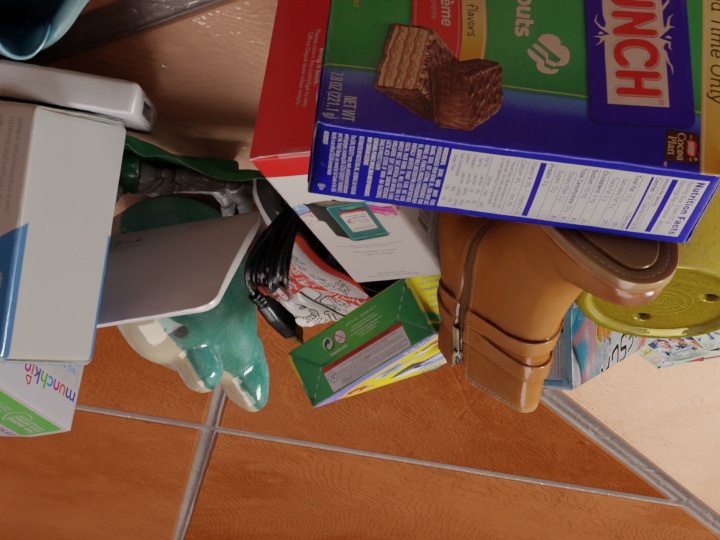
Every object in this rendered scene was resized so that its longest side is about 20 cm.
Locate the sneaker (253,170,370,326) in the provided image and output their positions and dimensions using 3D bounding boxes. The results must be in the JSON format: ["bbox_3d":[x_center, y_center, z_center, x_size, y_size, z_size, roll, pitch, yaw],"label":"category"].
[{"bbox_3d":[-0.051,-0.012,1.079,0.108,0.067,0.201,-13,151,29],"label":"sneaker"}]

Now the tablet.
[{"bbox_3d":[-0.170,0.005,0.921,0.200,0.130,0.014,-9,116,16],"label":"tablet"}]

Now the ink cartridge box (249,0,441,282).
[{"bbox_3d":[-0.005,-0.089,0.859,0.067,0.116,0.200,-4,151,23],"label":"ink cartridge box"}]

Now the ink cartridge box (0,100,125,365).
[{"bbox_3d":[-0.252,-0.031,0.849,0.200,0.145,0.084,9,-178,29],"label":"ink cartridge box"}]

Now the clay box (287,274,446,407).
[{"bbox_3d":[0.051,0.039,1.024,0.115,0.048,0.200,-34,167,30],"label":"clay box"}]

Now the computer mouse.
[{"bbox_3d":[0.000,0.000,1.007,0.046,0.141,0.200,19,165,36],"label":"computer mouse"}]

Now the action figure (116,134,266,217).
[{"bbox_3d":[-0.172,-0.069,0.957,0.200,0.055,0.118,10,175,-21],"label":"action figure"}]

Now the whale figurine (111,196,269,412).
[{"bbox_3d":[-0.115,0.025,1.094,0.104,0.159,0.200,-29,132,11],"label":"whale figurine"}]

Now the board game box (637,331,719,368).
[{"bbox_3d":[0.294,0.026,1.121,0.200,0.029,0.135,-14,148,36],"label":"board game box"}]

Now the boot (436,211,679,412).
[{"bbox_3d":[0.105,0.017,0.815,0.074,0.200,0.155,-4,117,-21],"label":"boot"}]

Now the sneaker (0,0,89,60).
[{"bbox_3d":[-0.208,-0.152,0.815,0.074,0.082,0.200,22,152,-26],"label":"sneaker"}]

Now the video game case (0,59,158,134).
[{"bbox_3d":[-0.230,-0.113,0.877,0.200,0.024,0.182,9,-178,-5],"label":"video game case"}]

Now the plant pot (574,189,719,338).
[{"bbox_3d":[0.186,-0.043,0.880,0.200,0.142,0.200,6,153,3],"label":"plant pot"}]

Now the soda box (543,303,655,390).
[{"bbox_3d":[0.154,0.033,1.011,0.068,0.064,0.200,1,-171,29],"label":"soda box"}]

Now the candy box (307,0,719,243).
[{"bbox_3d":[0.082,-0.115,0.727,0.200,0.169,0.077,7,155,-2],"label":"candy box"}]

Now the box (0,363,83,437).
[{"bbox_3d":[-0.289,0.005,1.047,0.097,0.177,0.200,-5,151,23],"label":"box"}]
